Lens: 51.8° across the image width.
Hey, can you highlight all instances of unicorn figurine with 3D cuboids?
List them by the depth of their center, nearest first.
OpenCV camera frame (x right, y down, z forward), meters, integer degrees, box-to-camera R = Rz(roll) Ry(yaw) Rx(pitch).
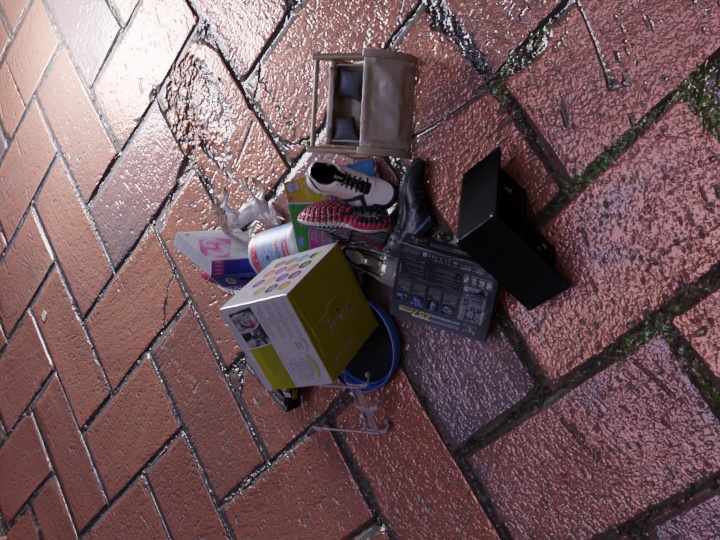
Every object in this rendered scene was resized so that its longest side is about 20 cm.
[{"bbox_3d":[-0.262,-0.150,1.776,0.197,0.073,0.140,-24,86,28],"label":"unicorn figurine"}]

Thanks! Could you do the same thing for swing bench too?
[{"bbox_3d":[0.005,-0.334,1.508,0.197,0.128,0.204,7,97,39],"label":"swing bench"}]

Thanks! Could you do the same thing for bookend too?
[{"bbox_3d":[0.271,-0.074,1.311,0.199,0.201,0.092,40,128,-21],"label":"bookend"}]

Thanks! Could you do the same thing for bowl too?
[{"bbox_3d":[0.002,0.157,1.588,0.197,0.039,0.206,8,103,37],"label":"bowl"}]

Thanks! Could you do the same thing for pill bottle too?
[{"bbox_3d":[-0.153,-0.052,1.669,0.197,0.108,0.112,-14,84,39],"label":"pill bottle"}]

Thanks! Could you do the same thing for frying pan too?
[{"bbox_3d":[0.000,0.018,1.601,0.187,0.031,0.118,-2,93,43],"label":"frying pan"}]

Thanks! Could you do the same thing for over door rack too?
[{"bbox_3d":[-0.047,0.283,1.580,0.196,0.067,0.150,-9,121,22],"label":"over door rack"}]

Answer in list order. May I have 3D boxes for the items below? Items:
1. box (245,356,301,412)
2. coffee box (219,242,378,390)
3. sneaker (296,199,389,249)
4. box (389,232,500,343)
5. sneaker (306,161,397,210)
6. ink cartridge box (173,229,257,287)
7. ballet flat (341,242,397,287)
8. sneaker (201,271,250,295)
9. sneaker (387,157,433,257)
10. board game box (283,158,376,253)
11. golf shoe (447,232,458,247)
[{"bbox_3d":[-0.204,0.193,1.720,0.199,0.047,0.197,35,130,42],"label":"box"},{"bbox_3d":[-0.117,0.094,1.482,0.195,0.200,0.203,-13,113,38],"label":"coffee box"},{"bbox_3d":[-0.037,-0.087,1.494,0.195,0.081,0.076,11,130,19],"label":"sneaker"},{"bbox_3d":[0.159,0.032,1.385,0.196,0.051,0.161,16,120,15],"label":"box"},{"bbox_3d":[-0.020,-0.170,1.498,0.195,0.080,0.076,13,83,5],"label":"sneaker"},{"bbox_3d":[-0.303,-0.034,1.739,0.198,0.194,0.044,34,115,32],"label":"ink cartridge box"},{"bbox_3d":[0.038,-0.010,1.525,0.197,0.069,0.071,21,106,28],"label":"ballet flat"},{"bbox_3d":[-0.322,0.008,1.824,0.198,0.080,0.076,27,106,36],"label":"sneaker"},{"bbox_3d":[0.112,-0.122,1.484,0.080,0.073,0.205,12,99,11],"label":"sneaker"},{"bbox_3d":[-0.051,-0.134,1.557,0.195,0.040,0.157,-15,83,4],"label":"board game box"},{"bbox_3d":[0.199,-0.017,1.418,0.097,0.078,0.201,41,124,9],"label":"golf shoe"}]
